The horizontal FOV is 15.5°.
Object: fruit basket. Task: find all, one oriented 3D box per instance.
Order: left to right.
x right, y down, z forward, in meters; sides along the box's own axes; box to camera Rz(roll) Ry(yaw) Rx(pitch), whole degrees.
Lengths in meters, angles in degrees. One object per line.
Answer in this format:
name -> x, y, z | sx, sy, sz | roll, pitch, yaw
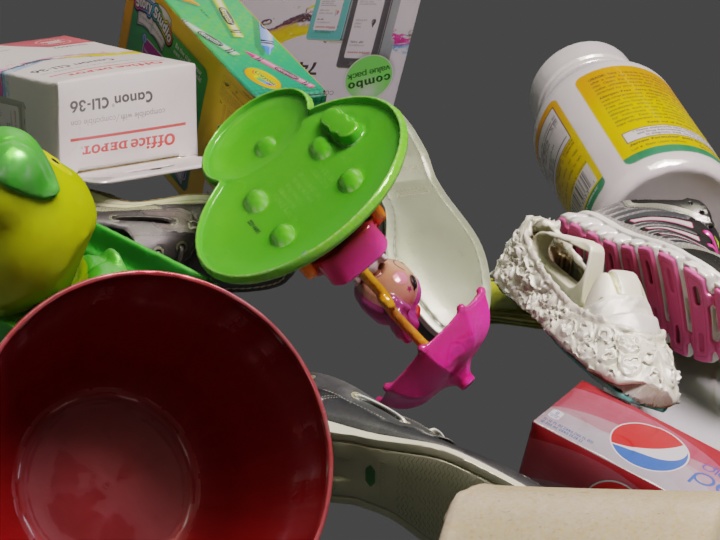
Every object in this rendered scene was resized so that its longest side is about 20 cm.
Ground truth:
fruit basket -> -0.194, -0.010, 1.538 | 0.215, 0.217, 0.155 | 25, 32, 20

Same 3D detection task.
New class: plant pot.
plant pot -> 0.130, 0.190, 1.370 | 0.182, 0.202, 0.201 | 8, 29, 13

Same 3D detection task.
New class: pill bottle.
pill bottle -> 0.189, -0.081, 1.897 | 0.112, 0.113, 0.200 | 2, 32, -19

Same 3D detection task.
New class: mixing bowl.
mixing bowl -> -0.125, 0.108, 1.416 | 0.199, 0.202, 0.108 | 1, -11, -20

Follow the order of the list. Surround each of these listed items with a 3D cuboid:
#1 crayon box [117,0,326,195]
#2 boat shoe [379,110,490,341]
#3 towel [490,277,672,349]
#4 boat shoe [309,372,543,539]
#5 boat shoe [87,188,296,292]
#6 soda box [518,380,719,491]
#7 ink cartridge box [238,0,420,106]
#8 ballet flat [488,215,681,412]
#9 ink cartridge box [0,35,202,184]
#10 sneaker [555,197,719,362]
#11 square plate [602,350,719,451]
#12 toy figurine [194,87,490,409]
crayon box -> -0.103, -0.118, 1.833 | 0.058, 0.119, 0.200 | -7, 36, -30
boat shoe -> 0.031, -0.020, 1.775 | 0.071, 0.061, 0.202 | -4, 52, -25
towel -> 0.180, 0.026, 1.764 | 0.199, 0.018, 0.086 | 9, 27, 20
boat shoe -> 0.035, 0.113, 1.551 | 0.199, 0.072, 0.068 | 20, 35, 14
boat shoe -> -0.138, -0.009, 1.693 | 0.199, 0.072, 0.066 | 8, 36, 1
soda box -> 0.193, 0.145, 1.572 | 0.199, 0.064, 0.070 | 26, 32, 22
ink cartridge box -> -0.047, -0.219, 1.943 | 0.146, 0.201, 0.146 | -1, 34, -23
ballet flat -> 0.143, 0.019, 1.676 | 0.071, 0.072, 0.200 | -4, 25, -27
ink cartridge box -> -0.188, -0.109, 1.773 | 0.116, 0.068, 0.199 | -13, 19, -39
sneaker -> 0.212, -0.003, 1.717 | 0.087, 0.074, 0.200 | -23, 28, -25
square plate -> 0.253, 0.092, 1.718 | 0.197, 0.029, 0.200 | 14, 30, 2
toy figurine -> 0.000, 0.000, 1.642 | 0.150, 0.184, 0.200 | -39, 32, -2
